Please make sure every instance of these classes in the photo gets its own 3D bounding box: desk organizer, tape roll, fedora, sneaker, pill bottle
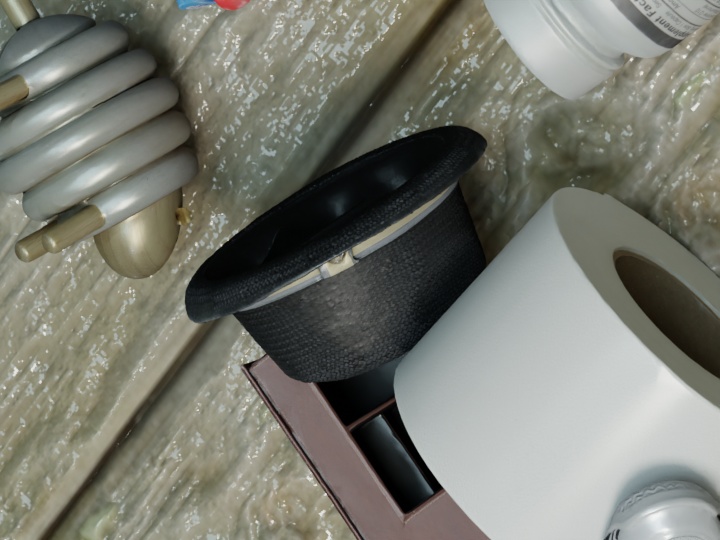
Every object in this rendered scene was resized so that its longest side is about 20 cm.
[{"bbox_3d":[0.024,0.114,1.478,0.077,0.072,0.200,-38,82,20],"label":"desk organizer"},{"bbox_3d":[0.137,0.072,1.354,0.203,0.203,0.139,45,110,11],"label":"tape roll"},{"bbox_3d":[0.000,0.000,1.425,0.200,0.201,0.092,-23,105,24],"label":"fedora"},{"bbox_3d":[0.177,0.210,1.262,0.075,0.115,0.201,-13,124,-6],"label":"sneaker"},{"bbox_3d":[0.169,-0.190,1.354,0.200,0.113,0.113,-36,83,23],"label":"pill bottle"}]

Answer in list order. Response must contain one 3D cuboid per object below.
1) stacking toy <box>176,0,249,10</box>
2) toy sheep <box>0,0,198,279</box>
[{"bbox_3d":[-0.014,-0.213,1.448,0.199,0.116,0.110,-3,96,9],"label":"stacking toy"},{"bbox_3d":[-0.172,-0.087,1.501,0.137,0.138,0.201,-23,99,24],"label":"toy sheep"}]
